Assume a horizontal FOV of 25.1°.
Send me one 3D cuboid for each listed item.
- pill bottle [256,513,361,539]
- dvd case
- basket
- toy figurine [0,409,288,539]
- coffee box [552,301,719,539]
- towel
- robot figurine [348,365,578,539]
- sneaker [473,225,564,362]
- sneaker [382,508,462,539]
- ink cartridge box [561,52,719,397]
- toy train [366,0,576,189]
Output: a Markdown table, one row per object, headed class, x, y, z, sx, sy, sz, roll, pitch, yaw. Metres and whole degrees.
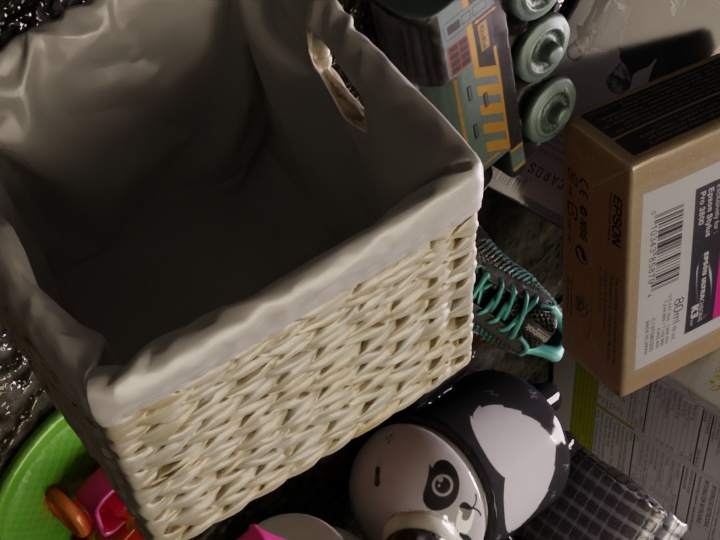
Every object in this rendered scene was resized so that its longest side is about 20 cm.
| class | x | y | z | sx | sy | sz | roll | pitch | yaw |
| --- | --- | --- | --- | --- | --- | --- | --- | --- | --- |
| pill bottle | -0.024 | 0.255 | 1.196 | 0.114 | 0.114 | 0.200 | -50 | 151 | -11 |
| dvd case | 0.186 | -0.120 | 1.140 | 0.150 | 0.025 | 0.200 | 27 | 99 | -20 |
| basket | -0.071 | -0.016 | 0.749 | 0.200 | 0.198 | 0.161 | -32 | 148 | -15 |
| toy figurine | -0.097 | 0.185 | 0.946 | 0.150 | 0.184 | 0.200 | -42 | 148 | -24 |
| coffee box | 0.306 | 0.090 | 1.439 | 0.200 | 0.197 | 0.200 | -39 | 147 | -28 |
| towel | 0.145 | 0.219 | 1.335 | 0.085 | 0.200 | 0.166 | 28 | 94 | -47 |
| robot figurine | 0.082 | 0.151 | 1.239 | 0.200 | 0.150 | 0.125 | -26 | 152 | -43 |
| sneaker | 0.101 | 0.018 | 1.171 | 0.078 | 0.091 | 0.200 | -59 | 151 | 4 |
| sneaker | 0.058 | 0.270 | 1.151 | 0.100 | 0.069 | 0.200 | -80 | 149 | -48 |
| ink cartridge box | 0.223 | -0.034 | 1.109 | 0.164 | 0.075 | 0.201 | -23 | 131 | -21 |
| toy train | 0.067 | -0.129 | 0.986 | 0.114 | 0.085 | 0.200 | -38 | 144 | -19 |
